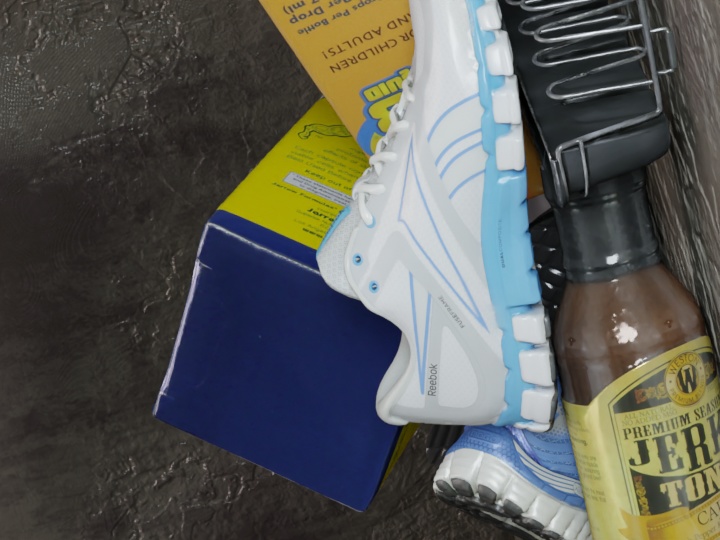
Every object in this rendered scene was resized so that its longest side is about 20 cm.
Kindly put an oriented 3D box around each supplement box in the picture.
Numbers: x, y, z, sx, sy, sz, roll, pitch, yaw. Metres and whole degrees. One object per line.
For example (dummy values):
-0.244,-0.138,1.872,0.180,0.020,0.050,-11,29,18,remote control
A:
0.012,-0.102,0.926,0.200,0.066,0.069,52,-159,-45,supplement box
0.000,0.000,1.050,0.200,0.109,0.109,-52,-16,-57,supplement box

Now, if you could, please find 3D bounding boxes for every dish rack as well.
0.069,-0.144,0.837,0.154,0.054,0.201,-105,1,-58,dish rack

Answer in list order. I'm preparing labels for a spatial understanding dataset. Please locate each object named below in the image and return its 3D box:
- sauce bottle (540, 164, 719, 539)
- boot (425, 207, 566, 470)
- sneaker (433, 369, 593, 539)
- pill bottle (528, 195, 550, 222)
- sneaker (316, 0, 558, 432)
0.110,0.050,0.895,0.065,0.064,0.201,-103,-2,-77,sauce bottle
0.092,0.003,1.074,0.200,0.070,0.132,-59,1,47,boot
0.109,0.087,0.989,0.200,0.078,0.089,37,-106,-55,sneaker
0.053,-0.098,1.251,0.112,0.111,0.201,76,180,-50,pill bottle
0.023,-0.029,0.865,0.075,0.086,0.201,-86,-11,-77,sneaker
